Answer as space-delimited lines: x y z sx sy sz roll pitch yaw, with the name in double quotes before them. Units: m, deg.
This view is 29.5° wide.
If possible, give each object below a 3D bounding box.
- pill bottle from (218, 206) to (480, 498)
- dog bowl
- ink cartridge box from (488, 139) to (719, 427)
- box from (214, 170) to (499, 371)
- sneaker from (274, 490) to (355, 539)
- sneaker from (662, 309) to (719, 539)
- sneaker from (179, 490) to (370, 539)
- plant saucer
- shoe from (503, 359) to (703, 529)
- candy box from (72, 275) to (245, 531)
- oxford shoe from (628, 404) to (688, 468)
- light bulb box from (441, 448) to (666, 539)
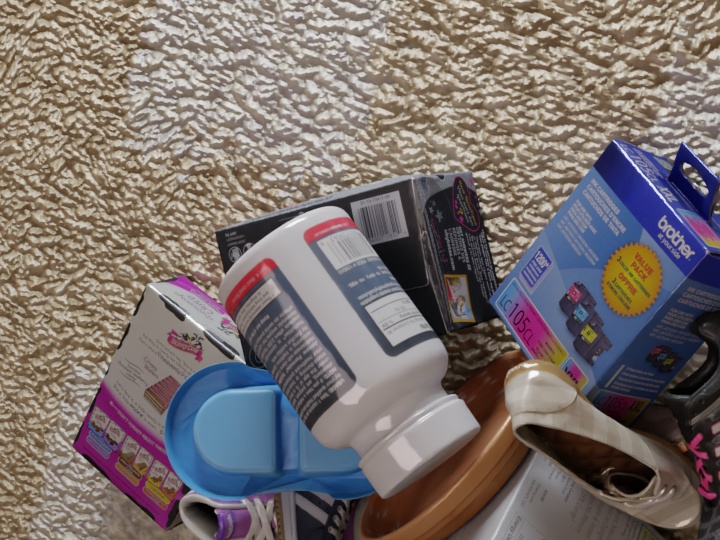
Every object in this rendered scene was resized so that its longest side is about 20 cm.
"pill bottle" -0.005 0.064 1.021 0.120 0.120 0.200 -43 74 28
"dog bowl" -0.058 0.131 1.119 0.200 0.050 0.112 -1 82 3
"ink cartridge box" 0.204 0.000 1.026 0.200 0.076 0.137 -54 45 24
"box" 0.000 0.000 1.146 0.200 0.115 0.132 -13 89 30
"sneaker" -0.019 0.195 1.167 0.108 0.070 0.200 -4 59 -5
"sneaker" 0.252 0.117 0.967 0.087 0.074 0.200 12 93 3
"sneaker" -0.070 0.227 1.225 0.200 0.114 0.073 3 98 28
"plant saucer" 0.079 0.148 1.087 0.037 0.200 0.200 43 118 -8
"shoe" 0.178 0.140 0.992 0.200 0.053 0.070 36 121 -22
"candy box" -0.176 0.125 1.298 0.136 0.061 0.200 38 115 20
"oxford shoe" 0.201 0.124 1.079 0.200 0.071 0.073 -21 82 31
"light bulb box" 0.143 0.266 1.022 0.200 0.198 0.125 44 132 -5
